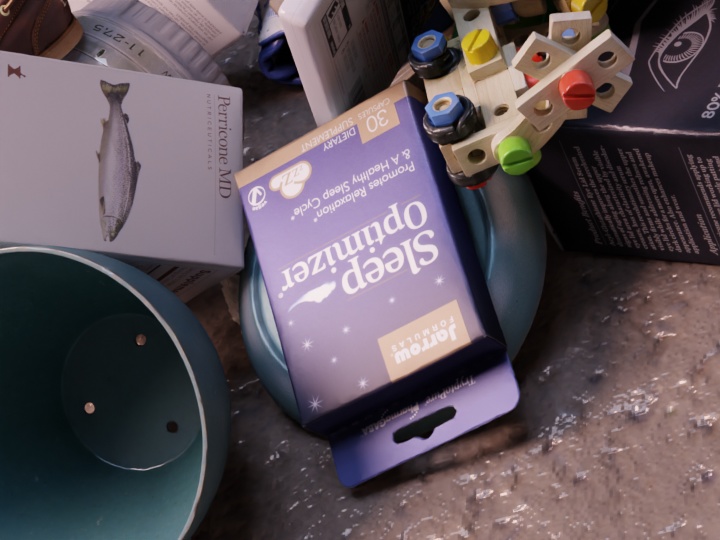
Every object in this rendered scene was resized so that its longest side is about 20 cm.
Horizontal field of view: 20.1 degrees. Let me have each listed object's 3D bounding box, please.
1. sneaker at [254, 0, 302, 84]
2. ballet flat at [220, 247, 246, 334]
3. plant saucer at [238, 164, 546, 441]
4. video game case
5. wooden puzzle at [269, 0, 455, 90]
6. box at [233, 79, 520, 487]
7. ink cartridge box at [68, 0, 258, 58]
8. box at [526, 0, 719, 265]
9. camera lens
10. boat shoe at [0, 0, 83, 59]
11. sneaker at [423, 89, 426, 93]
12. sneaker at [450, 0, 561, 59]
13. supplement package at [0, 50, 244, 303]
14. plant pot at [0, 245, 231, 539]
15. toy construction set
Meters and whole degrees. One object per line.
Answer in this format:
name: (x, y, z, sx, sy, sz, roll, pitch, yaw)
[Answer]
sneaker: (-0.052, -0.183, 1.483, 0.088, 0.075, 0.200, -39, 35, -14)
ballet flat: (0.000, 0.000, 1.223, 0.199, 0.072, 0.072, -10, 39, 25)
plant saucer: (0.010, -0.002, 1.167, 0.199, 0.027, 0.201, -10, 68, 26)
video game case: (0.017, -0.180, 1.194, 0.023, 0.200, 0.182, 27, 77, 14)
wooden puzzle: (0.036, -0.205, 1.355, 0.185, 0.046, 0.200, -40, 39, 2)
box: (0.007, 0.007, 1.129, 0.121, 0.032, 0.201, -28, 63, 20)
ink cartridge box: (-0.191, -0.194, 1.483, 0.200, 0.146, 0.084, -29, 30, 35)
box: (0.207, -0.089, 1.155, 0.199, 0.105, 0.148, 7, 49, 41)
camera lens: (-0.193, -0.066, 1.357, 0.160, 0.160, 0.200, 11, 51, 43)
boat shoe: (-0.263, -0.121, 1.274, 0.070, 0.070, 0.200, 15, 55, 43)
sneaker: (0.124, -0.180, 1.354, 0.199, 0.076, 0.077, -15, 41, 17)
sneaker: (0.113, -0.178, 1.233, 0.074, 0.084, 0.201, 27, 85, 11)
supplement package: (-0.181, -0.052, 1.200, 0.117, 0.199, 0.117, -28, 61, 58)
plant pot: (-0.154, 0.080, 1.148, 0.199, 0.201, 0.135, -15, 1, 19)
toy construction set: (0.093, -0.117, 1.110, 0.131, 0.092, 0.200, -22, 25, 10)
